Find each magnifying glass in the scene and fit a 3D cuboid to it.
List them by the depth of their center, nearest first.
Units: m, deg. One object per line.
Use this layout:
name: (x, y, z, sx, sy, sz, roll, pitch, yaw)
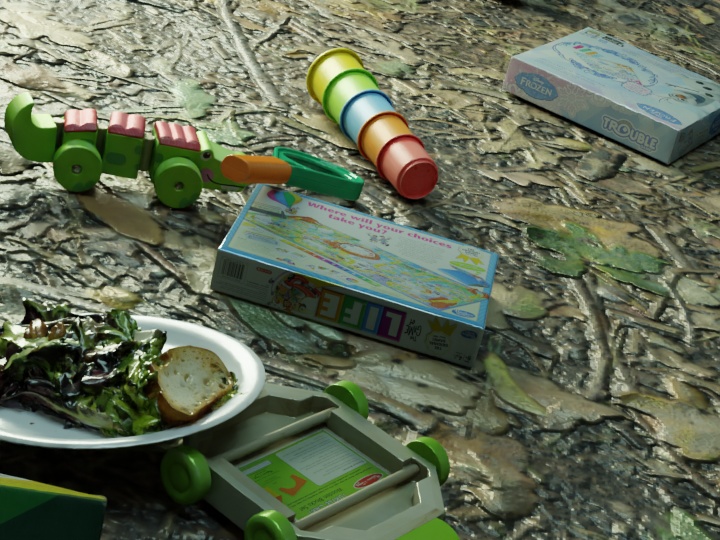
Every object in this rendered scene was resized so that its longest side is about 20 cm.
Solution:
magnifying glass: (-0.057, -0.078, 1.285, 0.079, 0.023, 0.200, 25, 9, 19)

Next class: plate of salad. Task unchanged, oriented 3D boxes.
plate of salad: (-0.156, 0.054, 0.963, 0.198, 0.048, 0.200, 1, 20, 0)

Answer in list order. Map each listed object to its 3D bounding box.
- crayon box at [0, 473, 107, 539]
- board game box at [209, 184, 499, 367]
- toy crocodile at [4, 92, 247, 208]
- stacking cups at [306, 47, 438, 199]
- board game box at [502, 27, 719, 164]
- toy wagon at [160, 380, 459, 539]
crayon box: (-0.230, 0.107, 0.725, 0.126, 0.051, 0.199, 4, -10, 41)
board game box: (0.000, 0.000, 1.207, 0.198, 0.034, 0.135, 17, 26, 3)
toy crocodile: (-0.180, -0.096, 1.265, 0.198, 0.062, 0.068, 9, 27, -15)
stacking cups: (0.011, -0.126, 1.450, 0.060, 0.061, 0.200, 1, 35, -27)
board game box: (0.283, -0.191, 1.729, 0.199, 0.044, 0.199, 28, 28, 23)
toy wagon: (-0.014, 0.130, 0.939, 0.199, 0.040, 0.155, 33, 31, 30)
